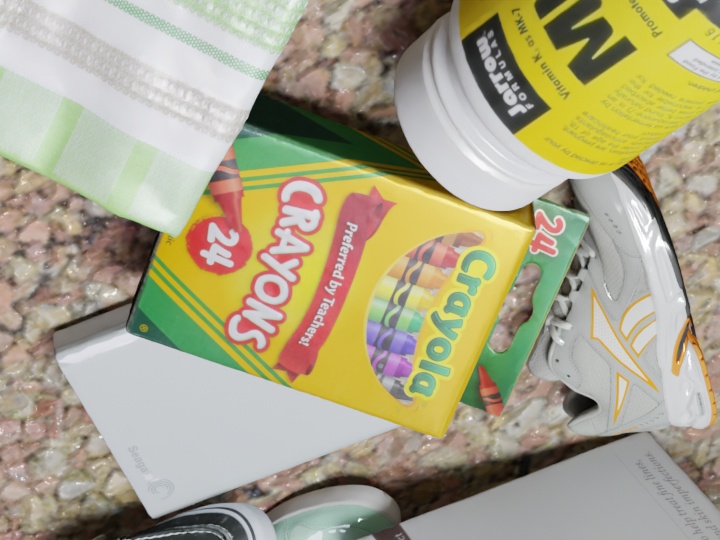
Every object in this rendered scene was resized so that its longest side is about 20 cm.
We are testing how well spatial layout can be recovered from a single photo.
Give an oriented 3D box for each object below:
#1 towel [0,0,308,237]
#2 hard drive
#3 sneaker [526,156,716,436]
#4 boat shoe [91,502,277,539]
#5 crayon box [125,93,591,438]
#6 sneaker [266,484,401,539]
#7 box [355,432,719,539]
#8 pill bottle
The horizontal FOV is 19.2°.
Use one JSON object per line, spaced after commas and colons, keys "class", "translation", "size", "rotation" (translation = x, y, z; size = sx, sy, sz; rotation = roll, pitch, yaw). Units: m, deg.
{"class": "towel", "translation": [-0.105, -0.122, 0.941], "size": [0.149, 0.031, 0.200], "rotation": [26, 115, -7]}
{"class": "hard drive", "translation": [-0.044, 0.049, 1.123], "size": [0.200, 0.026, 0.132], "rotation": [-21, 128, 5]}
{"class": "sneaker", "translation": [0.124, 0.019, 1.105], "size": [0.092, 0.076, 0.200], "rotation": [-16, 128, 7]}
{"class": "boat shoe", "translation": [-0.139, 0.180, 1.161], "size": [0.199, 0.074, 0.068], "rotation": [-23, 160, 23]}
{"class": "crayon box", "translation": [0.000, 0.000, 1.037], "size": [0.200, 0.051, 0.127], "rotation": [18, 114, -7]}
{"class": "sneaker", "translation": [-0.051, 0.210, 1.187], "size": [0.200, 0.118, 0.074], "rotation": [-37, 124, 15]}
{"class": "box", "translation": [0.122, 0.220, 1.150], "size": [0.200, 0.199, 0.131], "rotation": [-18, 131, -19]}
{"class": "pill bottle", "translation": [0.112, -0.111, 0.943], "size": [0.114, 0.114, 0.200], "rotation": [25, 141, -27]}
